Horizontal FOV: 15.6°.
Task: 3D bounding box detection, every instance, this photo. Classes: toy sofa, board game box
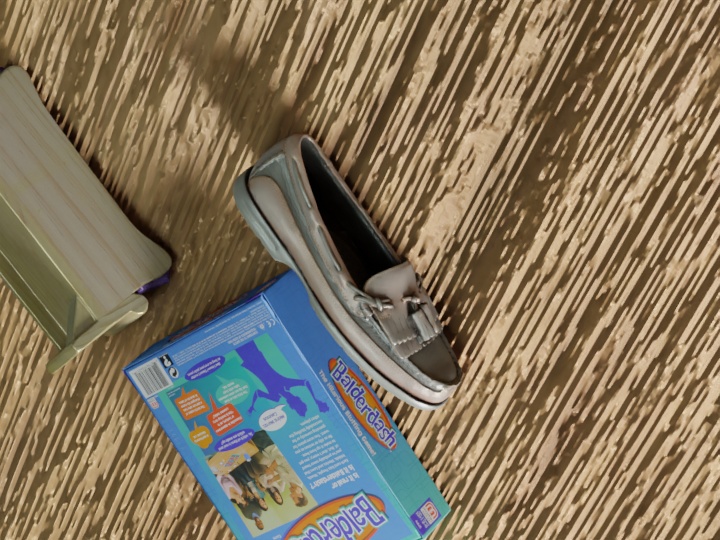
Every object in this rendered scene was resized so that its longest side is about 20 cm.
[{"bbox_3d":[-0.228,-0.036,1.815,0.200,0.098,0.083,52,155,-2],"label":"toy sofa"},{"bbox_3d":[-0.052,0.116,1.798,0.152,0.045,0.200,-27,98,39],"label":"board game box"}]

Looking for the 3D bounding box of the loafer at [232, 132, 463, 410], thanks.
[{"bbox_3d":[0.000,0.000,1.689,0.200,0.072,0.063,49,123,4],"label":"loafer"}]
